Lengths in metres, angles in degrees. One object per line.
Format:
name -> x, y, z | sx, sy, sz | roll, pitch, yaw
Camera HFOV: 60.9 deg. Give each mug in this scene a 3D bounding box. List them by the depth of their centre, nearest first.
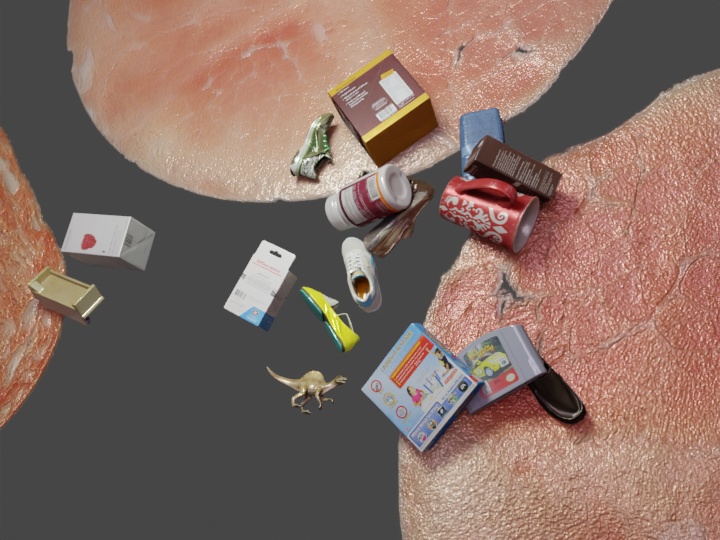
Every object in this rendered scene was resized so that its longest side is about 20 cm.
mug -> 0.298, -0.157, 1.421 | 0.199, 0.178, 0.133 | 25, 42, 28

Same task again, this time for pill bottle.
pill bottle -> 0.016, -0.172, 1.501 | 0.199, 0.114, 0.115 | -20, 63, 38

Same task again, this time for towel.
towel -> 0.305, -0.303, 1.529 | 0.111, 0.049, 0.201 | -5, 71, 13

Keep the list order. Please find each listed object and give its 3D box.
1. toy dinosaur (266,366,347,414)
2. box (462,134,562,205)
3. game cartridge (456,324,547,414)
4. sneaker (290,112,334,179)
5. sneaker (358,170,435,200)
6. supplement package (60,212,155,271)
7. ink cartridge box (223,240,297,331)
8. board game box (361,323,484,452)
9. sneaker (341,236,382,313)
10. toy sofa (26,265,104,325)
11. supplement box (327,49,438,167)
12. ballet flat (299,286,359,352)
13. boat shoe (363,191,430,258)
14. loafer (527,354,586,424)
toy dinosaur -> -0.130, 0.284, 1.455 | 0.199, 0.058, 0.102 | 3, 57, 9
box -> 0.350, -0.227, 1.418 | 0.199, 0.100, 0.075 | 28, 81, -2
game cartridge -> 0.285, 0.207, 1.319 | 0.200, 0.041, 0.134 | -38, 58, 27
sneaker -> -0.109, -0.329, 1.661 | 0.088, 0.077, 0.201 | 26, 85, 10
sneaker -> 0.087, -0.212, 1.547 | 0.199, 0.076, 0.071 | 9, 73, 20
supplement package -> -0.703, -0.080, 1.713 | 0.199, 0.120, 0.122 | 5, 73, 19
ink cartridge box -> -0.243, 0.039, 1.560 | 0.115, 0.067, 0.201 | 25, 80, 23
board game box -> 0.133, 0.254, 1.345 | 0.196, 0.056, 0.200 | 43, 105, 25
sneaker -> 0.000, 0.000, 1.494 | 0.076, 0.081, 0.201 | -23, 65, 9
toy sofa -> -0.825, 0.071, 1.726 | 0.199, 0.098, 0.083 | 17, 52, 22
supplement box -> 0.058, -0.421, 1.599 | 0.197, 0.133, 0.200 | -34, 65, 3
ballet flat -> -0.070, 0.110, 1.493 | 0.067, 0.067, 0.200 | -29, 66, -19
boat shoe -> 0.098, -0.112, 1.514 | 0.200, 0.072, 0.076 | -43, 23, 6
loafer -> 0.390, 0.240, 1.294 | 0.073, 0.071, 0.200 | -43, 65, -1
